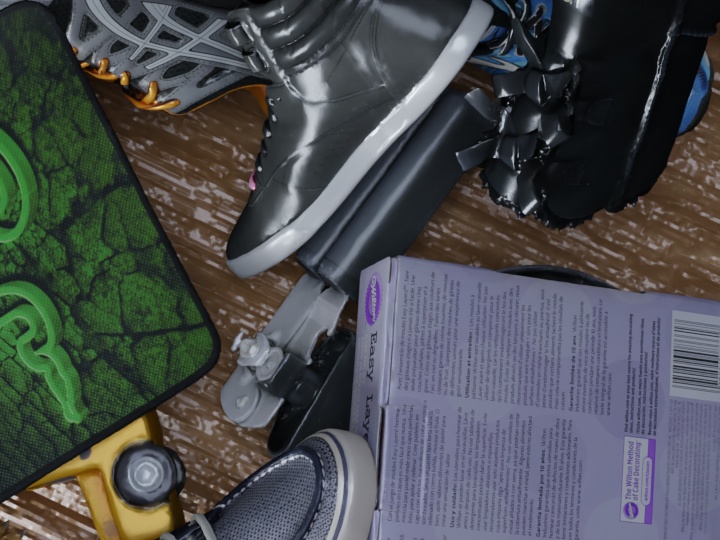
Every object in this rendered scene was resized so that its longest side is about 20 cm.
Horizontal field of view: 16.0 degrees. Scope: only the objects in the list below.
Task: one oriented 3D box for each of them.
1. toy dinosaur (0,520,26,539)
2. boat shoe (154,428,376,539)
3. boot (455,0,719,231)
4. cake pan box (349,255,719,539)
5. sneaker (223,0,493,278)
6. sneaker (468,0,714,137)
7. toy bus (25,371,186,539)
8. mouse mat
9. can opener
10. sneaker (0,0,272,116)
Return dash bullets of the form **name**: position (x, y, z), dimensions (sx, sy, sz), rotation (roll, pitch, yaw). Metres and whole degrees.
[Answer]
- **toy dinosaur**: position (-0.194, 0.176, 1.202), dimensions (0.060, 0.200, 0.106), rotation (13, 52, -28)
- **boat shoe**: position (-0.078, 0.145, 1.176), dimensions (0.093, 0.075, 0.200), rotation (15, 123, -35)
- **boot**: position (0.142, -0.106, 1.152), dimensions (0.198, 0.163, 0.073), rotation (-17, 48, -32)
- **cake pan box**: position (0.084, 0.095, 1.204), dimensions (0.184, 0.052, 0.200), rotation (7, 79, -22)
- **sneaker**: position (-0.031, -0.083, 1.206), dimensions (0.099, 0.071, 0.200), rotation (36, 128, -7)
- **sneaker**: position (0.072, -0.114, 1.229), dimensions (0.200, 0.090, 0.079), rotation (27, 113, 7)
- **toy bus**: position (-0.142, 0.040, 1.240), dimensions (0.078, 0.065, 0.200), rotation (-16, 86, -1)
- **mouse mat**: position (-0.167, -0.002, 1.161), dimensions (0.161, 0.008, 0.200), rotation (-32, 109, -17)
- **can opener**: position (0.000, 0.000, 1.257), dimensions (0.066, 0.053, 0.200), rotation (33, 88, -32)
- **sneaker**: position (-0.103, -0.112, 1.227), dimensions (0.200, 0.078, 0.077), rotation (2, 97, -21)
